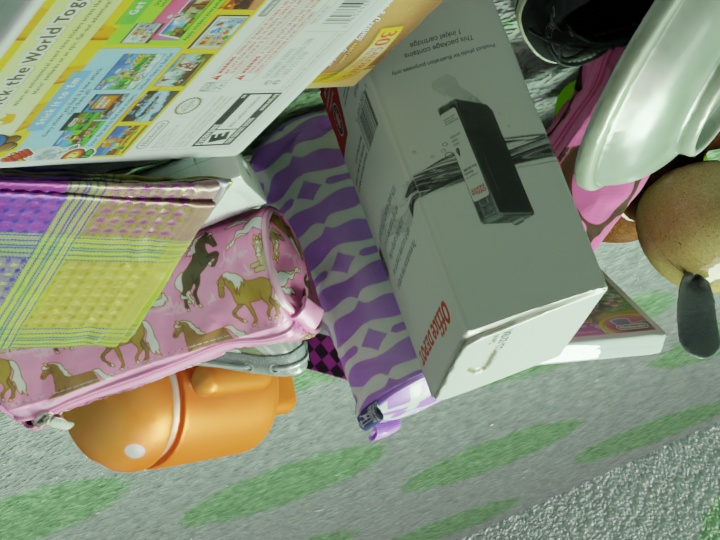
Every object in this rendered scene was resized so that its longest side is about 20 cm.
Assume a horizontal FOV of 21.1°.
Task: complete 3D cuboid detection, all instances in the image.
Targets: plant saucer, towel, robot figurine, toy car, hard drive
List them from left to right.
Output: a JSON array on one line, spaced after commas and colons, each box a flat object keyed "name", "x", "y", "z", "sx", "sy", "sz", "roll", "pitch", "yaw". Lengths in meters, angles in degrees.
[{"name": "towel", "x": -0.173, "y": -0.006, "z": 0.942, "sx": 0.200, "sy": 0.023, "sz": 0.144, "roll": 1, "pitch": 145, "yaw": -33}, {"name": "hard drive", "x": -0.153, "y": -0.016, "z": 1.038, "sx": 0.200, "sy": 0.027, "sz": 0.132, "roll": -22, "pitch": 176, "yaw": 1}, {"name": "robot figurine", "x": -0.143, "y": 0.091, "z": 1.470, "sx": 0.200, "sy": 0.144, "sz": 0.117, "roll": -6, "pitch": 121, "yaw": -43}, {"name": "toy car", "x": 0.220, "y": -0.028, "z": 1.327, "sx": 0.164, "sy": 0.200, "sz": 0.158, "roll": -9, "pitch": 154, "yaw": -35}, {"name": "plant saucer", "x": 0.193, "y": -0.120, "z": 1.079, "sx": 0.200, "sy": 0.050, "sz": 0.200, "roll": -51, "pitch": 165, "yaw": -19}]

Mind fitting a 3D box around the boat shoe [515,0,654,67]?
[{"name": "boat shoe", "x": 0.133, "y": -0.150, "z": 1.072, "sx": 0.074, "sy": 0.062, "sz": 0.200, "roll": -19, "pitch": 167, "yaw": -9}]

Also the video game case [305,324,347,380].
[{"name": "video game case", "x": 0.019, "y": 0.032, "z": 1.365, "sx": 0.181, "sy": 0.036, "sz": 0.200, "roll": -16, "pitch": -162, "yaw": -39}]

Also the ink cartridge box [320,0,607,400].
[{"name": "ink cartridge box", "x": 0.051, "y": -0.046, "z": 1.063, "sx": 0.084, "sy": 0.200, "sz": 0.144, "roll": -17, "pitch": 165, "yaw": -10}]

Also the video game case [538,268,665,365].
[{"name": "video game case", "x": 0.097, "y": 0.001, "z": 1.324, "sx": 0.143, "sy": 0.200, "sz": 0.018, "roll": -4, "pitch": 123, "yaw": -27}]

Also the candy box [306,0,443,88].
[{"name": "candy box", "x": -0.059, "y": -0.131, "z": 0.900, "sx": 0.200, "sy": 0.055, "sz": 0.115, "roll": -7, "pitch": 159, "yaw": -38}]

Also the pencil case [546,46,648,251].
[{"name": "pencil case", "x": 0.126, "y": -0.055, "z": 1.205, "sx": 0.094, "sy": 0.091, "sz": 0.200, "roll": 39, "pitch": 81, "yaw": -44}]

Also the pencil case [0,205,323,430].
[{"name": "pencil case", "x": -0.122, "y": 0.028, "z": 1.123, "sx": 0.200, "sy": 0.087, "sz": 0.083, "roll": -20, "pitch": -176, "yaw": 11}]

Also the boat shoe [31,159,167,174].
[{"name": "boat shoe", "x": -0.145, "y": -0.070, "z": 0.979, "sx": 0.200, "sy": 0.071, "sz": 0.070, "roll": -28, "pitch": -175, "yaw": -13}]

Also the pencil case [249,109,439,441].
[{"name": "pencil case", "x": 0.000, "y": 0.000, "z": 1.174, "sx": 0.084, "sy": 0.200, "sz": 0.086, "roll": -9, "pitch": 157, "yaw": -33}]

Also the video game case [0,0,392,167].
[{"name": "video game case", "x": -0.081, "y": -0.101, "z": 0.832, "sx": 0.182, "sy": 0.023, "sz": 0.200, "roll": -6, "pitch": 158, "yaw": -38}]

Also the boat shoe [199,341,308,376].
[{"name": "boat shoe", "x": -0.115, "y": 0.043, "z": 1.331, "sx": 0.202, "sy": 0.065, "sz": 0.074, "roll": -6, "pitch": -161, "yaw": 44}]
